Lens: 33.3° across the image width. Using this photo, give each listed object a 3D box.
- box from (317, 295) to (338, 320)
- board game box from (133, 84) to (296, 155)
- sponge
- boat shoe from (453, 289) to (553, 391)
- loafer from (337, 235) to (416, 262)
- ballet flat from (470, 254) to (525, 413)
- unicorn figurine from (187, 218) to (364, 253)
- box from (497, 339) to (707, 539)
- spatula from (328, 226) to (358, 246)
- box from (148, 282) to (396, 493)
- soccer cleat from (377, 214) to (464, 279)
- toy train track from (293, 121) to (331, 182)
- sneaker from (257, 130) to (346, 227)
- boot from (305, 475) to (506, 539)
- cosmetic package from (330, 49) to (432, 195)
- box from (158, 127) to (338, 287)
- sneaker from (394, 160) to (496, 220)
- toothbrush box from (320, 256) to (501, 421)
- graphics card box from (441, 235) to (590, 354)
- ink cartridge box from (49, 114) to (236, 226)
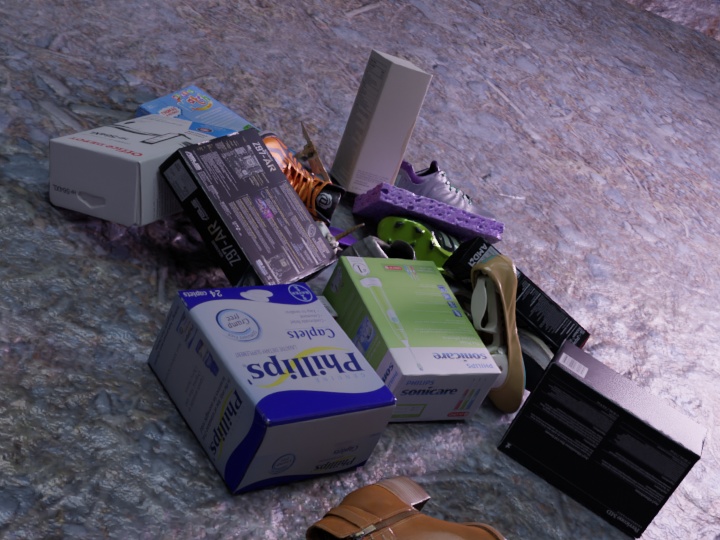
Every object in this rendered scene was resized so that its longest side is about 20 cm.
[{"bbox_3d":[-0.117,0.057,1.418,0.199,0.039,0.041,0,38,-41],"label":"box"},{"bbox_3d":[-0.206,-0.189,1.733,0.199,0.037,0.151,35,29,9],"label":"board game box"},{"bbox_3d":[0.098,-0.075,1.751,0.198,0.111,0.030,17,75,-18],"label":"sponge"},{"bbox_3d":[0.172,0.104,1.573,0.073,0.075,0.200,-20,45,-41],"label":"boat shoe"},{"bbox_3d":[0.050,-0.003,1.590,0.199,0.070,0.070,13,39,-57],"label":"loafer"},{"bbox_3d":[0.161,0.082,1.492,0.063,0.202,0.068,-9,6,-44],"label":"ballet flat"},{"bbox_3d":[-0.119,-0.046,1.561,0.199,0.074,0.137,-23,56,-35],"label":"unicorn figurine"},{"bbox_3d":[0.287,0.200,1.434,0.199,0.142,0.079,33,27,8],"label":"box"},{"bbox_3d":[0.000,0.000,1.623,0.056,0.021,0.201,12,37,-40],"label":"spatula"},{"bbox_3d":[-0.094,0.117,1.277,0.183,0.105,0.200,-4,43,-43],"label":"box"},{"bbox_3d":[0.112,-0.027,1.734,0.199,0.068,0.081,23,12,-11],"label":"soccer cleat"},{"bbox_3d":[-0.075,-0.162,1.759,0.200,0.032,0.115,-108,173,-77],"label":"toy train track"},{"bbox_3d":[-0.081,-0.120,1.611,0.111,0.078,0.200,27,-1,22],"label":"sneaker"},{"bbox_3d":[0.056,0.281,1.170,0.200,0.077,0.155,39,29,24],"label":"boot"},{"bbox_3d":[0.028,-0.215,1.788,0.073,0.202,0.104,15,16,-22],"label":"cosmetic package"},{"bbox_3d":[-0.131,-0.067,1.442,0.201,0.043,0.160,57,33,3],"label":"box"},{"bbox_3d":[0.133,-0.116,1.839,0.198,0.088,0.074,12,11,-26],"label":"sneaker"},{"bbox_3d":[0.055,0.081,1.464,0.145,0.086,0.201,2,40,-33],"label":"toothbrush box"},{"bbox_3d":[0.206,0.040,1.610,0.200,0.051,0.125,40,-7,-3],"label":"graphics card box"},{"bbox_3d":[-0.266,-0.129,1.493,0.145,0.085,0.200,14,22,26],"label":"ink cartridge box"}]
